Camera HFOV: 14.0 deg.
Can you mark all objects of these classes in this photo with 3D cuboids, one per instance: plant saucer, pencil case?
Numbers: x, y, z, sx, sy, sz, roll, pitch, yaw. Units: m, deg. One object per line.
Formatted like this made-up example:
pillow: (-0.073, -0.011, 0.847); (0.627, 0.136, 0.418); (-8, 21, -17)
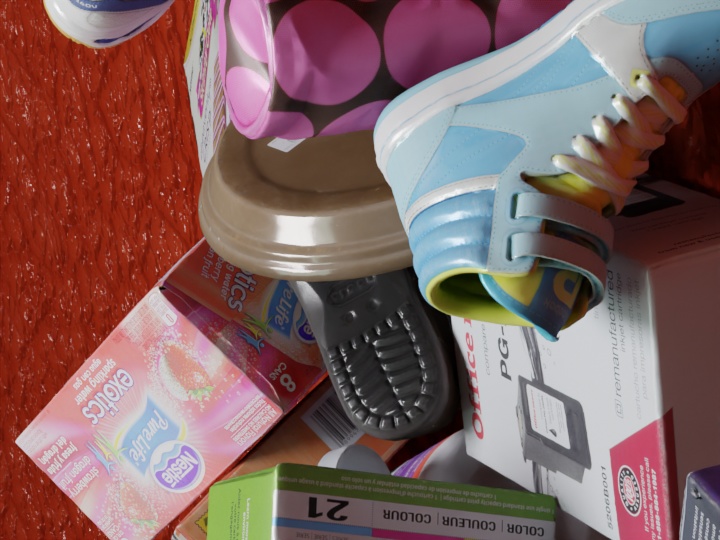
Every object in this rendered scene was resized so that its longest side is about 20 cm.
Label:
plant saucer: (0.014, -0.064, 1.376); (0.200, 0.199, 0.030); (39, 155, 55)
pencil case: (0.035, -0.115, 1.303); (0.094, 0.199, 0.091); (-115, 26, -46)

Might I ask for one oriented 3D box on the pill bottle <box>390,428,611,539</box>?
pill bottle: (0.047, 0.151, 1.527); (0.200, 0.111, 0.112); (-39, 66, 65)

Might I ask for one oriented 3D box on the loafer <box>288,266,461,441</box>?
loafer: (0.000, 0.000, 1.455); (0.071, 0.073, 0.201); (41, -149, -62)

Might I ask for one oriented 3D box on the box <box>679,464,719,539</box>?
box: (0.226, 0.149, 1.073); (0.200, 0.147, 0.105); (44, 141, 49)

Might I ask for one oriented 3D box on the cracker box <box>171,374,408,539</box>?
cracker box: (-0.038, 0.117, 1.602); (0.058, 0.134, 0.200); (45, 171, 3)

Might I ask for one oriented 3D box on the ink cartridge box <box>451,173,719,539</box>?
ink cartridge box: (0.119, 0.036, 1.336); (0.200, 0.083, 0.146); (25, 125, 61)

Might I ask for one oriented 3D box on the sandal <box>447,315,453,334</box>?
sandal: (0.062, 0.000, 1.472); (0.200, 0.045, 0.075); (76, 172, -49)

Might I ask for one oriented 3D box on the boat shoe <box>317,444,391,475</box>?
boat shoe: (-0.013, 0.186, 1.403); (0.068, 0.072, 0.201); (-12, 78, 35)

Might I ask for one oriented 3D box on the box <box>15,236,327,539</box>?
box: (-0.088, 0.056, 1.556); (0.095, 0.103, 0.200); (45, 140, 0)

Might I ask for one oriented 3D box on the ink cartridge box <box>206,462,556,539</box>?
ink cartridge box: (0.007, 0.197, 1.317); (0.076, 0.147, 0.201); (-22, 63, 61)

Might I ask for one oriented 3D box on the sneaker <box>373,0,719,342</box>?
sneaker: (0.102, -0.043, 1.218); (0.199, 0.079, 0.131); (-29, 49, 25)

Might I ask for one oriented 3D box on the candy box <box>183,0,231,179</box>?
candy box: (-0.052, -0.094, 1.620); (0.137, 0.061, 0.201); (104, 162, -45)

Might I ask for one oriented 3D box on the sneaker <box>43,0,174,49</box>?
sneaker: (-0.082, -0.198, 1.549); (0.075, 0.200, 0.088); (42, 161, -1)
